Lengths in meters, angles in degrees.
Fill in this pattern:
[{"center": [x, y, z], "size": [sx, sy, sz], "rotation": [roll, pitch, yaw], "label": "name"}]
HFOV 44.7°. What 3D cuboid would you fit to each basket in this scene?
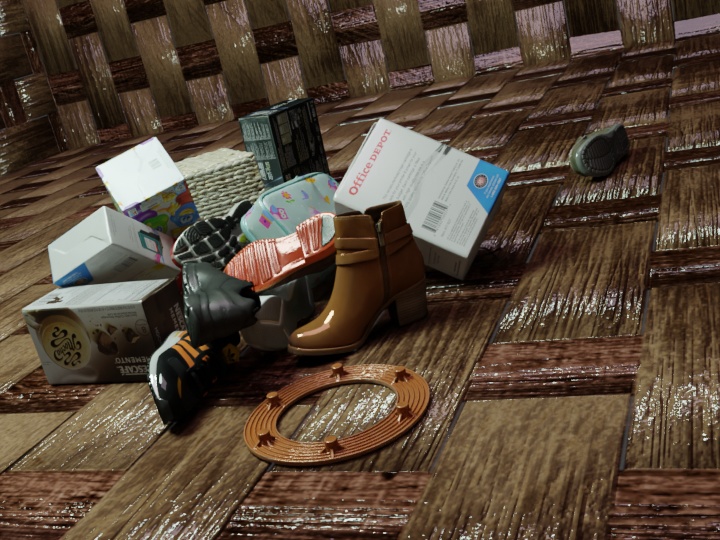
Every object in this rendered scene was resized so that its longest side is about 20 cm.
[{"center": [-0.293, -0.134, 1.691], "size": [0.200, 0.161, 0.198], "rotation": [-20, 18, -24], "label": "basket"}]

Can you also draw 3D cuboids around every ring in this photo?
[{"center": [-0.026, 0.141, 0.913], "size": [0.200, 0.019, 0.200], "rotation": [-11, 18, 4], "label": "ring"}]

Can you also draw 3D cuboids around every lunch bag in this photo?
[{"center": [-0.076, -0.065, 1.315], "size": [0.077, 0.160, 0.200], "rotation": [-50, -11, 33], "label": "lunch bag"}]

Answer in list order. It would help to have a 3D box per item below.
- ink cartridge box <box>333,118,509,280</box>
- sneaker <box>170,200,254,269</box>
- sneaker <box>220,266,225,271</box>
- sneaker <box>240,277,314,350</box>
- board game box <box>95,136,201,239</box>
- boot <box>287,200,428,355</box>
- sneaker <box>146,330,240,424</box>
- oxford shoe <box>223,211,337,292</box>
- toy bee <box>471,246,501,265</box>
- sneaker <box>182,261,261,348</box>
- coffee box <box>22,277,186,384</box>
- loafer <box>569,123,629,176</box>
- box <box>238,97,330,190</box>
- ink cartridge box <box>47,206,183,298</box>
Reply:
[{"center": [0.082, -0.099, 1.206], "size": [0.200, 0.084, 0.146], "rotation": [25, 70, 12], "label": "ink cartridge box"}, {"center": [-0.221, -0.038, 1.325], "size": [0.085, 0.077, 0.200], "rotation": [-30, 3, 35], "label": "sneaker"}, {"center": [-0.161, -0.016, 1.378], "size": [0.200, 0.080, 0.095], "rotation": [-22, 18, -24], "label": "sneaker"}, {"center": [-0.123, 0.062, 1.152], "size": [0.080, 0.071, 0.200], "rotation": [-14, 10, 16], "label": "sneaker"}, {"center": [-0.312, -0.086, 1.353], "size": [0.103, 0.200, 0.105], "rotation": [-31, 58, -14], "label": "board game box"}, {"center": [-0.012, 0.010, 1.068], "size": [0.199, 0.156, 0.077], "rotation": [-19, 19, -15], "label": "boot"}, {"center": [-0.189, 0.110, 1.034], "size": [0.090, 0.070, 0.200], "rotation": [-16, 16, 3], "label": "sneaker"}, {"center": [-0.093, -0.008, 1.149], "size": [0.200, 0.071, 0.073], "rotation": [-21, -27, 24], "label": "oxford shoe"}, {"center": [0.126, -0.078, 1.307], "size": [0.200, 0.109, 0.131], "rotation": [1, 19, 36], "label": "toy bee"}, {"center": [-0.168, 0.037, 1.058], "size": [0.090, 0.076, 0.200], "rotation": [-11, 21, -10], "label": "sneaker"}, {"center": [-0.328, 0.081, 1.154], "size": [0.199, 0.113, 0.080], "rotation": [-4, 20, 24], "label": "coffee box"}, {"center": [0.417, -0.208, 1.564], "size": [0.070, 0.075, 0.200], "rotation": [-13, 9, 40], "label": "loafer"}, {"center": [-0.157, -0.251, 1.871], "size": [0.086, 0.201, 0.164], "rotation": [2, 24, 35], "label": "box"}, {"center": [-0.334, -0.007, 1.273], "size": [0.116, 0.067, 0.200], "rotation": [-31, -30, 19], "label": "ink cartridge box"}]
